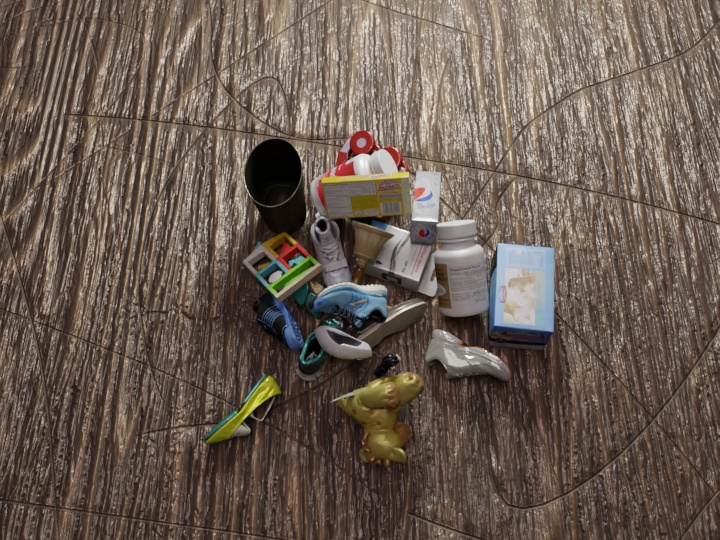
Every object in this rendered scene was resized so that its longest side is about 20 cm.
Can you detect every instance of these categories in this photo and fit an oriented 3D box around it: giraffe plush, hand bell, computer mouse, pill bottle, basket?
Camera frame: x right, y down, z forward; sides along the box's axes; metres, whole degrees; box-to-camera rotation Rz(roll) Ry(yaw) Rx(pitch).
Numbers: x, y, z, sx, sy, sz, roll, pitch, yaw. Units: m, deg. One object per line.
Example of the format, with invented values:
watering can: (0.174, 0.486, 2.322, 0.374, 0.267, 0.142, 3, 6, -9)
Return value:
giraffe plush: (0.048, 0.319, 1.370, 0.197, 0.172, 0.165, -17, 87, -16)
hand bell: (0.000, 0.000, 1.483, 0.103, 0.104, 0.203, 17, 92, 10)
computer mouse: (-0.015, 0.178, 1.409, 0.198, 0.110, 0.044, 24, 64, -14)
pill bottle: (-0.013, -0.205, 1.548, 0.198, 0.112, 0.114, -24, 62, 28)
pill bottle: (0.223, -0.007, 1.466, 0.112, 0.114, 0.203, -7, 99, 0)
basket: (-0.194, -0.184, 1.562, 0.134, 0.201, 0.183, -2, 67, 1)

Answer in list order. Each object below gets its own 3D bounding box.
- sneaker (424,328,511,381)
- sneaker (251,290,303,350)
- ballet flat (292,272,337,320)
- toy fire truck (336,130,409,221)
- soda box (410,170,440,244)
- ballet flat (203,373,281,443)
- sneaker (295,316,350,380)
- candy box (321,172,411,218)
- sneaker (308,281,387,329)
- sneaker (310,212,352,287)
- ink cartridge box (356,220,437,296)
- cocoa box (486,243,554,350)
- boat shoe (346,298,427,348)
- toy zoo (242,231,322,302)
sneaker: (0.234, 0.211, 1.446, 0.198, 0.076, 0.093, 24, 77, 21)
sneaker: (-0.190, 0.123, 1.479, 0.077, 0.070, 0.201, -33, 39, 0)
ballet flat: (-0.104, 0.063, 1.507, 0.065, 0.071, 0.200, 11, 19, -32)
toy fire truck: (0.019, -0.239, 1.636, 0.199, 0.112, 0.169, 33, 90, 17)
soda box: (0.157, -0.154, 1.565, 0.062, 0.069, 0.202, 5, 44, 5)
ballet flat: (-0.250, 0.317, 1.427, 0.067, 0.067, 0.200, 45, 73, -3)
sneaker: (-0.078, 0.151, 1.470, 0.077, 0.091, 0.202, 25, 70, 12)
candy box: (0.015, -0.169, 1.480, 0.196, 0.103, 0.027, -2, 39, 8)
sneaker: (-0.017, 0.078, 1.399, 0.197, 0.078, 0.091, 1, 66, -32)
sneaker: (-0.071, -0.037, 1.539, 0.074, 0.115, 0.202, -18, 67, -4)
ink cartridge box: (0.102, -0.029, 1.552, 0.197, 0.067, 0.117, 19, 68, 11)
cocoa box: (0.357, 0.059, 1.466, 0.131, 0.132, 0.203, 5, 67, 5)
boat shoe: (0.061, 0.111, 1.493, 0.198, 0.072, 0.060, -29, 51, -17)
toy zoo: (-0.194, -0.019, 1.549, 0.131, 0.021, 0.200, -36, 48, -14)
